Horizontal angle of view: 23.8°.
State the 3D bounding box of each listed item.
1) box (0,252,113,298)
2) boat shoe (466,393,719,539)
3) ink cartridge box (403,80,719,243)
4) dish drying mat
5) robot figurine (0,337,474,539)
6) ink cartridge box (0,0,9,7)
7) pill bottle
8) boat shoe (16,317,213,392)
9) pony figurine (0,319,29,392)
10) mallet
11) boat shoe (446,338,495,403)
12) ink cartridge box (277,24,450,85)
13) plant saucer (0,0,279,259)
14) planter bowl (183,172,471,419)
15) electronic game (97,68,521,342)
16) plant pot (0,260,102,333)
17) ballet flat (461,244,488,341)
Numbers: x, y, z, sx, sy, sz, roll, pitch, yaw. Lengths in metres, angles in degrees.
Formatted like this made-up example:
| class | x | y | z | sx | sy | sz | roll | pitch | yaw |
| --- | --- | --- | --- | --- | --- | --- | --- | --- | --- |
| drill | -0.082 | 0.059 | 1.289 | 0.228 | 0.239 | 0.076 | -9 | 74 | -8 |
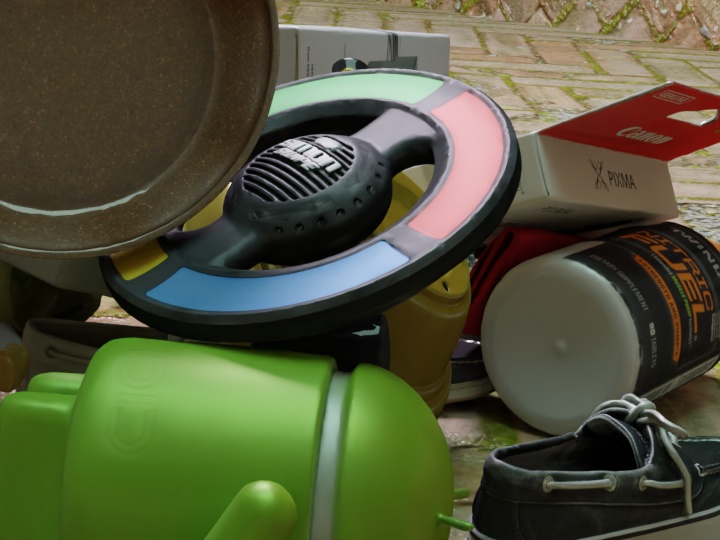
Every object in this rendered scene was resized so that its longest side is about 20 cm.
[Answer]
| class | x | y | z | sx | sy | sz | roll | pitch | yaw |
| --- | --- | --- | --- | --- | --- | --- | --- | --- | --- |
| box | -0.196 | -0.068 | 0.946 | 0.199 | 0.098 | 0.124 | 25 | 4 | 21 |
| boat shoe | 0.131 | 0.097 | 0.836 | 0.198 | 0.069 | 0.073 | -6 | 17 | -35 |
| ink cartridge box | 0.148 | -0.057 | 1.023 | 0.175 | 0.045 | 0.199 | -16 | -10 | 31 |
| dish drying mat | 0.115 | 0.009 | 1.081 | 0.018 | 0.077 | 0.200 | 35 | 13 | 24 |
| robot figurine | -0.051 | 0.090 | 0.717 | 0.198 | 0.117 | 0.175 | 5 | 6 | 3 |
| ink cartridge box | -0.223 | -0.135 | 0.819 | 0.144 | 0.202 | 0.084 | 26 | -10 | -17 |
| pill bottle | 0.165 | 0.028 | 1.045 | 0.105 | 0.107 | 0.199 | 13 | 17 | 32 |
| boat shoe | -0.092 | 0.052 | 0.952 | 0.198 | 0.071 | 0.071 | 2 | 14 | -4 |
| pony figurine | -0.266 | 0.034 | 0.864 | 0.192 | 0.168 | 0.200 | 2 | 28 | -35 |
| mallet | -0.003 | -0.025 | 0.838 | 0.065 | 0.041 | 0.201 | 8 | 55 | 9 |
| boat shoe | -0.011 | 0.038 | 1.036 | 0.198 | 0.066 | 0.072 | 7 | 11 | 6 |
| ink cartridge box | -0.047 | -0.121 | 1.143 | 0.145 | 0.085 | 0.199 | 6 | 8 | 30 |
| plant saucer | -0.137 | -0.102 | 0.771 | 0.198 | 0.203 | 0.037 | 1 | -10 | -13 |
| planter bowl | 0.000 | 0.000 | 0.916 | 0.083 | 0.201 | 0.200 | -38 | -5 | 26 |
| electronic game | -0.025 | -0.035 | 0.776 | 0.198 | 0.042 | 0.201 | -12 | 33 | 8 |
| plant pot | -0.252 | -0.050 | 1.118 | 0.183 | 0.202 | 0.200 | 24 | 22 | 25 |
| ballet flat | 0.099 | 0.001 | 1.193 | 0.073 | 0.075 | 0.200 | 6 | 21 | 9 |
